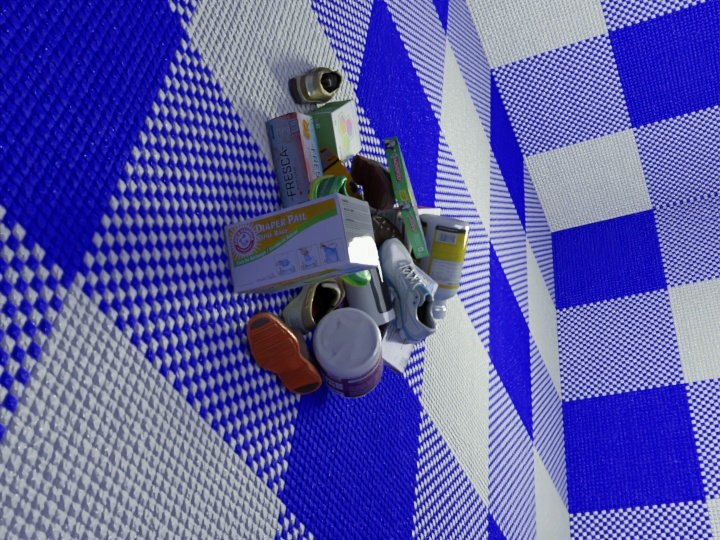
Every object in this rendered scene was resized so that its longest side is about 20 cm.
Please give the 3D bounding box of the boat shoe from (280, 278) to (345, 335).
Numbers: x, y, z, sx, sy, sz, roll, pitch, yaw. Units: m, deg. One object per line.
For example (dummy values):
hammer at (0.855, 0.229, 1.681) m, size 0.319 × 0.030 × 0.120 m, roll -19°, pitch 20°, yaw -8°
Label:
boat shoe at (-0.061, 0.042, 1.422) m, size 0.075 × 0.066 × 0.201 m, roll 60°, pitch 37°, yaw -25°

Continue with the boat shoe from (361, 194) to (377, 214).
boat shoe at (0.042, -0.091, 1.802) m, size 0.073 × 0.059 × 0.203 m, roll -82°, pitch 151°, yaw -43°

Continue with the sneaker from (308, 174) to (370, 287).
sneaker at (-0.023, -0.064, 1.415) m, size 0.203 × 0.083 × 0.074 m, roll 69°, pitch 24°, yaw -12°

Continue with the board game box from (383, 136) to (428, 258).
board game box at (0.087, -0.136, 1.603) m, size 0.201 × 0.029 × 0.136 m, roll 67°, pitch 10°, yaw -52°

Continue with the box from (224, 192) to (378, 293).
box at (-0.089, -0.035, 1.256) m, size 0.112 × 0.197 × 0.103 m, roll 6°, pitch 72°, yaw -65°

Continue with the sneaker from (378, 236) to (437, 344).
sneaker at (0.096, 0.031, 1.553) m, size 0.074 × 0.086 × 0.203 m, roll -19°, pitch 88°, yaw -34°

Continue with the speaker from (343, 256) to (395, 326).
speaker at (0.000, 0.000, 1.531) m, size 0.081 × 0.080 × 0.203 m, roll -30°, pitch 106°, yaw -67°

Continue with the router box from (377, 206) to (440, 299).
router box at (0.099, -0.032, 1.793) m, size 0.178 × 0.048 × 0.204 m, roll -6°, pitch 102°, yaw -54°

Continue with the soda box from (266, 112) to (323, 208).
soda box at (-0.106, -0.169, 1.473) m, size 0.068 × 0.063 × 0.203 m, roll -5°, pitch 84°, yaw -68°

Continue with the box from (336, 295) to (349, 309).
box at (-0.028, 0.055, 1.582) m, size 0.143 × 0.036 × 0.203 m, roll -58°, pitch 132°, yaw -61°

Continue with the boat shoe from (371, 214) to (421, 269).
boat shoe at (0.049, -0.038, 1.634) m, size 0.072 × 0.067 × 0.201 m, roll -48°, pitch 135°, yaw -12°

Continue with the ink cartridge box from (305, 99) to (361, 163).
ink cartridge box at (-0.058, -0.259, 1.625) m, size 0.200 × 0.058 × 0.105 m, roll -51°, pitch 135°, yaw -63°

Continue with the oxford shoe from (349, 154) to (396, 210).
oxford shoe at (0.041, -0.170, 1.619) m, size 0.201 × 0.074 × 0.071 m, roll -118°, pitch -138°, yaw -55°

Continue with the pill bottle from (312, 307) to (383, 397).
pill bottle at (-0.017, 0.147, 1.403) m, size 0.201 × 0.110 × 0.114 m, roll 83°, pitch 4°, yaw -66°

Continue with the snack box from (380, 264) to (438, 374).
snack box at (0.085, 0.091, 1.599) m, size 0.072 × 0.024 × 0.202 m, roll 37°, pitch 61°, yaw -24°

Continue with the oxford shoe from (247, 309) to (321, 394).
oxford shoe at (-0.122, 0.113, 1.292) m, size 0.201 × 0.070 × 0.074 m, roll 63°, pitch 8°, yaw -48°

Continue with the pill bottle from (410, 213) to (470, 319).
pill bottle at (0.154, -0.009, 1.731) m, size 0.112 × 0.110 × 0.203 m, roll -11°, pitch 113°, yaw -68°

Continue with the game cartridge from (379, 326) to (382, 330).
game cartridge at (0.038, 0.068, 1.656) m, size 0.133 × 0.040 × 0.203 m, roll -5°, pitch 80°, yaw -75°

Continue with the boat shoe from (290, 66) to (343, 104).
boat shoe at (-0.067, -0.366, 1.659) m, size 0.200 × 0.075 × 0.073 m, roll -52°, pitch 126°, yaw -63°

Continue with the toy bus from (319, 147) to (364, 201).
toy bus at (-0.035, -0.132, 1.588) m, size 0.078 × 0.065 × 0.201 m, roll 46°, pitch -8°, yaw 41°
